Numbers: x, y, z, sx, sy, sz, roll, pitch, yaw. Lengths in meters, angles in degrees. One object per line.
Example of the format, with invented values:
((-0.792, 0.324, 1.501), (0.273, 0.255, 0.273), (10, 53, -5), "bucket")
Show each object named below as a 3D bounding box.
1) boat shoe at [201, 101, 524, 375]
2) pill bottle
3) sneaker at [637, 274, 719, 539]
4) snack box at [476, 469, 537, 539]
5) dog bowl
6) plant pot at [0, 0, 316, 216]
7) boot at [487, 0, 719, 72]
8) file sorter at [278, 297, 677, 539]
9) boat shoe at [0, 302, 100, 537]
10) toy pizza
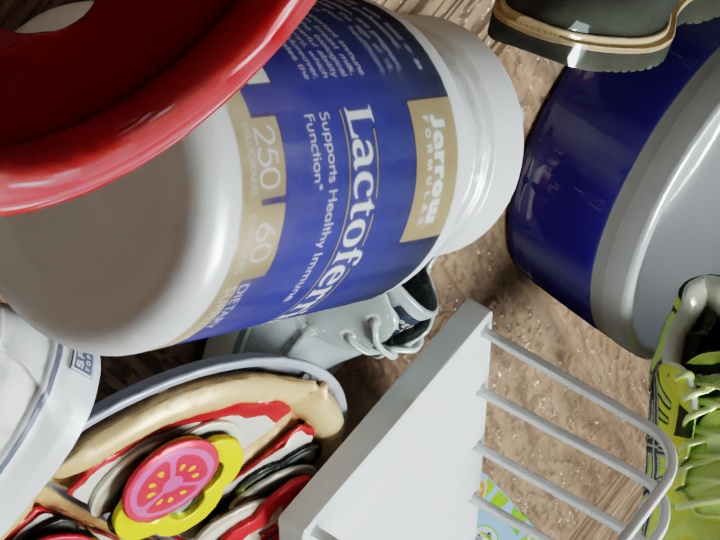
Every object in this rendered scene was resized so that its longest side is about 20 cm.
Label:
((0.001, 0.000, 0.931), (0.070, 0.071, 0.201), (3, 120, -60), "boat shoe")
((-0.033, -0.040, 0.785), (0.200, 0.116, 0.116), (-13, 132, -53), "pill bottle")
((0.162, 0.085, 1.051), (0.200, 0.075, 0.076), (-89, 168, -49), "sneaker")
((0.003, 0.188, 1.172), (0.200, 0.053, 0.142), (-52, 153, -6), "snack box")
((0.167, -0.058, 1.126), (0.200, 0.079, 0.200), (-39, 149, -29), "dog bowl")
((-0.105, -0.140, 0.480), (0.200, 0.182, 0.201), (-38, 149, -28), "plant pot")
((0.125, -0.171, 0.952), (0.200, 0.077, 0.139), (-38, 147, -56), "boot")
((0.056, 0.143, 0.992), (0.139, 0.124, 0.200), (-48, 156, -30), "file sorter")
((-0.170, 0.087, 0.776), (0.065, 0.074, 0.200), (27, 107, -30), "boat shoe")
((-0.086, 0.109, 0.904), (0.200, 0.032, 0.200), (-28, 152, -16), "toy pizza")
